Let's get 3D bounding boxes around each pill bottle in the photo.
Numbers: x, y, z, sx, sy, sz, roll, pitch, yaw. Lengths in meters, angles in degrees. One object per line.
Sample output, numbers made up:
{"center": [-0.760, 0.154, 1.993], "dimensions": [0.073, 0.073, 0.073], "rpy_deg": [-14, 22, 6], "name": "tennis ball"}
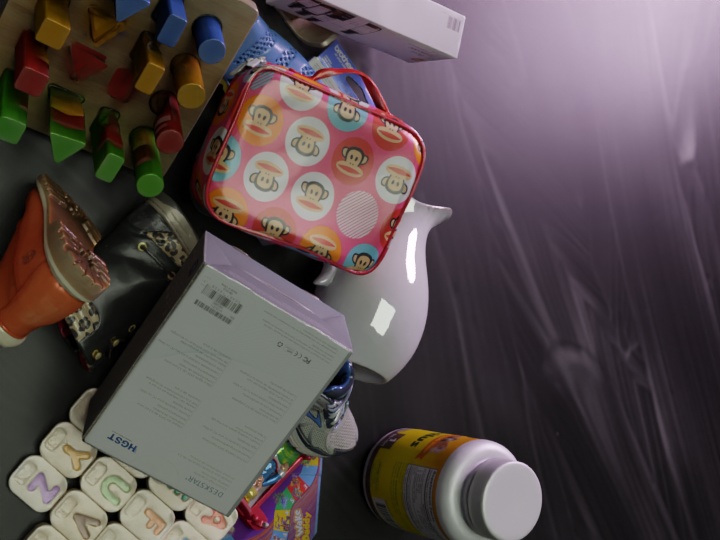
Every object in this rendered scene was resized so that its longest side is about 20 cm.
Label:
{"center": [0.095, 0.226, 1.131], "dimensions": [0.108, 0.199, 0.111], "rpy_deg": [1, 87, -32], "name": "pill bottle"}

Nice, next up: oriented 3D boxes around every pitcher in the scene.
{"center": [0.000, 0.000, 1.128], "dimensions": [0.171, 0.121, 0.202], "rpy_deg": [28, 70, -30], "name": "pitcher"}

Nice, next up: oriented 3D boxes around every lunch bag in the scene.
{"center": [-0.043, -0.105, 1.010], "dimensions": [0.198, 0.082, 0.178], "rpy_deg": [23, 94, -24], "name": "lunch bag"}

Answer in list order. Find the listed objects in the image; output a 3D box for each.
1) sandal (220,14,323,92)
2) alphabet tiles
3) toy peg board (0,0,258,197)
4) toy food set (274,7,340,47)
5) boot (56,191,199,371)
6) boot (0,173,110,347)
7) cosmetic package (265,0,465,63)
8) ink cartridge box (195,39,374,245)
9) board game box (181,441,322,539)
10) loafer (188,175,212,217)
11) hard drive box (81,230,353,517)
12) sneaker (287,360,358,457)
{"center": [-0.116, -0.223, 1.061], "dimensions": [0.199, 0.087, 0.080], "rpy_deg": [36, 65, -13], "name": "sandal"}
{"center": [-0.219, 0.215, 1.019], "dimensions": [0.196, 0.015, 0.200], "rpy_deg": [45, 75, -15], "name": "alphabet tiles"}
{"center": [-0.214, -0.172, 0.948], "dimensions": [0.198, 0.098, 0.200], "rpy_deg": [21, 120, -30], "name": "toy peg board"}
{"center": [-0.054, -0.355, 1.142], "dimensions": [0.144, 0.060, 0.201], "rpy_deg": [-47, 112, -25], "name": "toy food set"}
{"center": [-0.200, 0.046, 1.028], "dimensions": [0.150, 0.073, 0.202], "rpy_deg": [-34, 115, -23], "name": "boot"}
{"center": [-0.280, -0.012, 0.933], "dimensions": [0.107, 0.200, 0.075], "rpy_deg": [-39, 120, 5], "name": "boot"}
{"center": [0.008, -0.267, 1.120], "dimensions": [0.198, 0.082, 0.051], "rpy_deg": [14, 89, -38], "name": "cosmetic package"}
{"center": [-0.064, -0.135, 1.139], "dimensions": [0.200, 0.042, 0.120], "rpy_deg": [-45, 110, -23], "name": "ink cartridge box"}
{"center": [-0.098, 0.210, 1.103], "dimensions": [0.156, 0.039, 0.203], "rpy_deg": [8, 84, -32], "name": "board game box"}
{"center": [-0.079, -0.108, 1.079], "dimensions": [0.198, 0.063, 0.073], "rpy_deg": [-21, 121, -15], "name": "loafer"}
{"center": [-0.127, 0.094, 0.962], "dimensions": [0.155, 0.077, 0.201], "rpy_deg": [32, 105, -19], "name": "hard drive box"}
{"center": [-0.041, 0.122, 1.075], "dimensions": [0.201, 0.084, 0.078], "rpy_deg": [57, 41, -41], "name": "sneaker"}
